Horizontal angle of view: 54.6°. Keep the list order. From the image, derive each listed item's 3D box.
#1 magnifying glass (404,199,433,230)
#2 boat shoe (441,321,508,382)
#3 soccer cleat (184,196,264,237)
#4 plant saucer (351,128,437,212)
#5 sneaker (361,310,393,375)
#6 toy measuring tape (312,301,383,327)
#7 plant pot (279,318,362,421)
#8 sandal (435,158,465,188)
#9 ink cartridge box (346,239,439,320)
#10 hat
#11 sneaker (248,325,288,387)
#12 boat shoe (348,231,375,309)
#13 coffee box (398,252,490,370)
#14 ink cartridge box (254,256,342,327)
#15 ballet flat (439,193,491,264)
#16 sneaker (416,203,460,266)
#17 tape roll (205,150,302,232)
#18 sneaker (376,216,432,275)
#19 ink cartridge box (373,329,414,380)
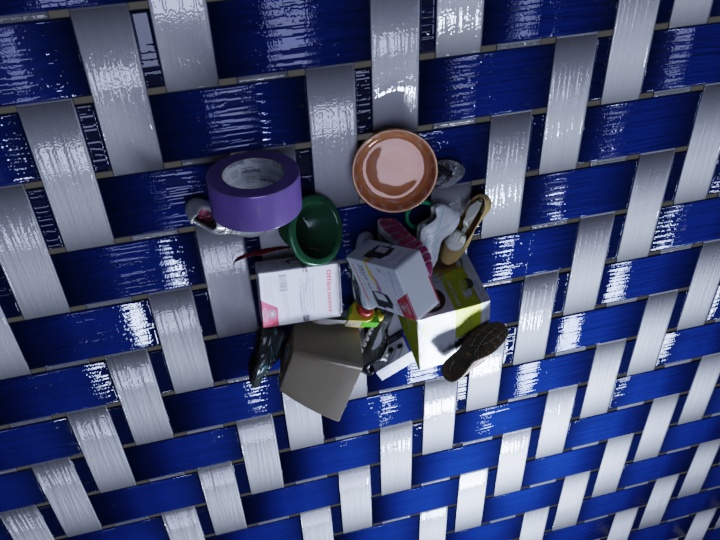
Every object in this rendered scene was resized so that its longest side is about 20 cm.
[{"bbox_3d":[0.176,-0.105,1.770,0.079,0.022,0.200,-33,126,7],"label":"magnifying glass"},{"bbox_3d":[0.286,0.200,1.744,0.200,0.072,0.068,-43,165,10],"label":"boat shoe"},{"bbox_3d":[-0.301,-0.104,1.577,0.198,0.087,0.070,16,120,-27],"label":"soccer cleat"},{"bbox_3d":[0.078,-0.232,1.608,0.198,0.038,0.202,0,118,0],"label":"plant saucer"},{"bbox_3d":[0.049,0.200,1.891,0.090,0.066,0.201,34,100,12],"label":"sneaker"},{"bbox_3d":[-0.032,0.109,1.816,0.198,0.074,0.074,4,124,-21],"label":"toy measuring tape"},{"bbox_3d":[-0.113,0.244,1.836,0.175,0.200,0.201,14,121,-13],"label":"plant pot"},{"bbox_3d":[0.157,-0.224,1.657,0.198,0.048,0.076,-1,125,-15],"label":"sandal"},{"bbox_3d":[0.073,0.020,1.636,0.083,0.199,0.147,-37,118,-24],"label":"ink cartridge box"},{"bbox_3d":[-0.170,-0.093,1.664,0.199,0.175,0.168,3,88,-47],"label":"hat"},{"bbox_3d":[-0.247,0.234,1.851,0.078,0.076,0.201,5,124,-23],"label":"sneaker"},{"bbox_3d":[0.000,0.000,1.755,0.072,0.070,0.202,-18,112,-47],"label":"boat shoe"},{"bbox_3d":[0.207,0.099,1.801,0.196,0.201,0.201,-14,135,-6],"label":"coffee box"},{"bbox_3d":[-0.150,0.045,1.698,0.198,0.085,0.147,-7,112,-12],"label":"ink cartridge box"},{"bbox_3d":[0.255,-0.108,1.739,0.201,0.068,0.063,-59,162,4],"label":"ballet flat"},{"bbox_3d":[0.165,-0.076,1.727,0.080,0.070,0.202,24,97,-30],"label":"sneaker"},{"bbox_3d":[-0.224,-0.171,1.480,0.198,0.201,0.086,-9,127,-11],"label":"tape roll"},{"bbox_3d":[0.103,-0.040,1.698,0.073,0.200,0.088,-23,149,-29],"label":"sneaker"},{"bbox_3d":[0.123,0.213,1.938,0.199,0.094,0.044,-32,129,6],"label":"ink cartridge box"}]
